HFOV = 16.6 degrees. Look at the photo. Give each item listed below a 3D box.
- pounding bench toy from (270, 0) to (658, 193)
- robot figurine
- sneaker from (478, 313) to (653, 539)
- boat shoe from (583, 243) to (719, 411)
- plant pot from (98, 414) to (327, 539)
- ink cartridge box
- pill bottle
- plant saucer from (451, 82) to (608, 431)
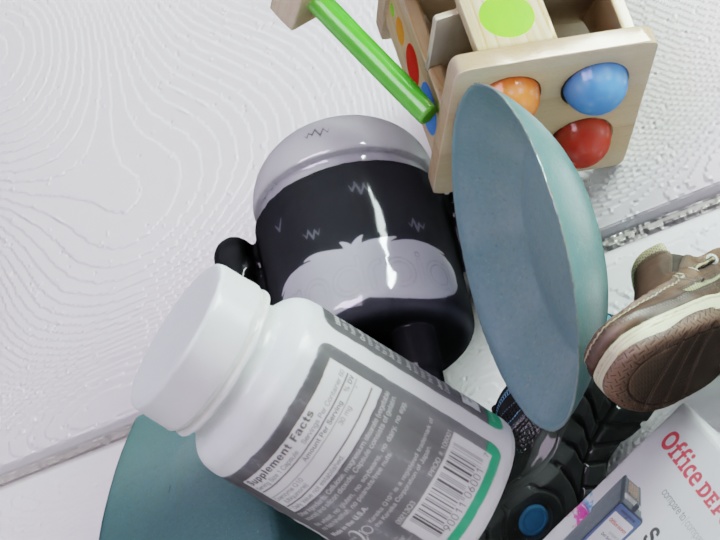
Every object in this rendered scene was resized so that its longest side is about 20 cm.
[{"bbox_3d":[0.058,-0.132,1.494,0.200,0.124,0.156,-10,58,-12],"label":"pounding bench toy"},{"bbox_3d":[0.002,0.000,1.534,0.125,0.150,0.200,-45,48,44],"label":"robot figurine"},{"bbox_3d":[0.106,0.115,1.460,0.200,0.073,0.082,-57,33,-5],"label":"sneaker"},{"bbox_3d":[0.174,0.024,1.365,0.075,0.202,0.075,44,118,24],"label":"boat shoe"},{"bbox_3d":[-0.072,0.177,1.500,0.141,0.141,0.200,-23,52,23],"label":"plant pot"},{"bbox_3d":[0.155,0.191,1.334,0.200,0.088,0.145,-44,27,7],"label":"ink cartridge box"},{"bbox_3d":[-0.022,0.086,1.402,0.113,0.200,0.113,-52,16,21],"label":"pill bottle"},{"bbox_3d":[0.102,-0.011,1.393,0.039,0.201,0.201,-12,57,-12],"label":"plant saucer"}]
